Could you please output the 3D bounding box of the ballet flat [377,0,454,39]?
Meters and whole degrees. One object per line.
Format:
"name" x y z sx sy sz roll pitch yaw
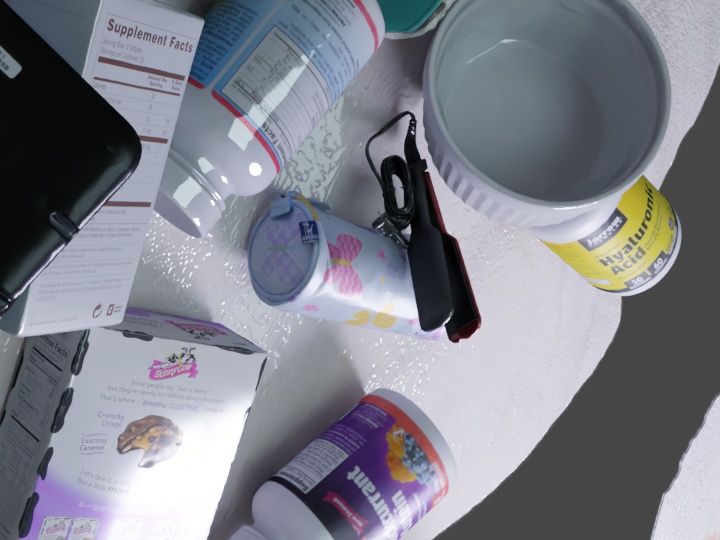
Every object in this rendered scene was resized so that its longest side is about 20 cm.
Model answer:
"ballet flat" 0.071 -0.270 0.979 0.071 0.071 0.203 18 95 -45

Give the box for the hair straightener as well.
"hair straightener" 0.044 -0.044 0.989 0.076 0.041 0.203 19 53 -44

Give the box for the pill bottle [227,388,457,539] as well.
"pill bottle" -0.021 0.201 1.054 0.199 0.111 0.113 -39 130 -25

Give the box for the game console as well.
"game console" -0.244 -0.065 0.666 0.200 0.116 0.176 43 78 -8

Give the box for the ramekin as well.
"ramekin" 0.142 -0.131 1.015 0.201 0.199 0.105 -49 175 -16

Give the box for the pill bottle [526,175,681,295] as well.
"pill bottle" 0.211 -0.063 1.163 0.199 0.111 0.112 33 84 -45

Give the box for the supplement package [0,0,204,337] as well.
"supplement package" -0.192 -0.077 0.749 0.117 0.115 0.203 -5 112 -68

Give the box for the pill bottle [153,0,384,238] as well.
"pill bottle" -0.079 -0.125 0.865 0.201 0.108 0.109 -52 134 -13

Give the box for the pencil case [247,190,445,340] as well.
"pencil case" 0.000 0.000 1.012 0.198 0.083 0.092 16 53 -45

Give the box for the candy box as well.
"candy box" -0.176 0.131 0.908 0.166 0.071 0.203 14 98 -45
